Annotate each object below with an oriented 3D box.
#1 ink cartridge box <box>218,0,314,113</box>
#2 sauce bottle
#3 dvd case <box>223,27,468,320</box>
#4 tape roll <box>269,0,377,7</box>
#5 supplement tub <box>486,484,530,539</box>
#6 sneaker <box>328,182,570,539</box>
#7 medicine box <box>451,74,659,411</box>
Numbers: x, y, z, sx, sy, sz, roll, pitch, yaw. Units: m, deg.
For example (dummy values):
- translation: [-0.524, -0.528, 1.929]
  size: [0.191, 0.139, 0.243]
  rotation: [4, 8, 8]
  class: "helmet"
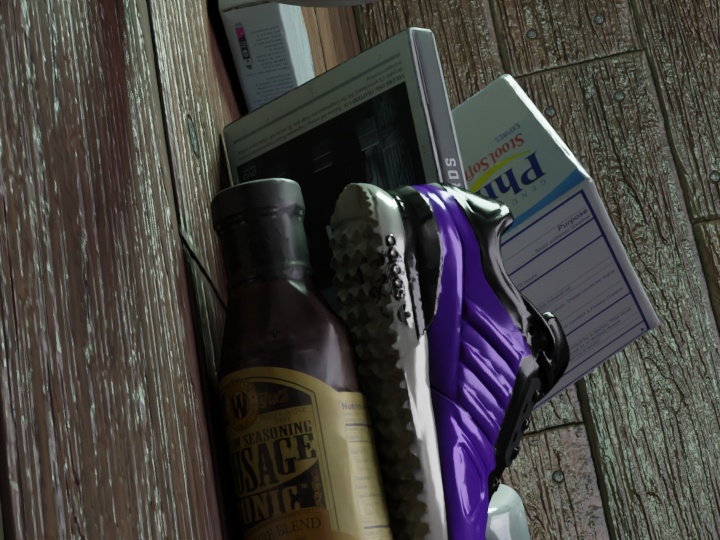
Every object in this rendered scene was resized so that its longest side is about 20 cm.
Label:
- translation: [-0.060, -0.158, 1.051]
  size: [0.201, 0.043, 0.198]
  rotation: [79, 2, -47]
  class: "ink cartridge box"
- translation: [-0.028, 0.063, 0.672]
  size: [0.066, 0.065, 0.202]
  rotation: [63, 14, -76]
  class: "sauce bottle"
- translation: [0.000, 0.000, 0.807]
  size: [0.025, 0.149, 0.203]
  rotation: [-1, 76, -44]
  class: "dvd case"
- translation: [-0.017, -0.212, 0.661]
  size: [0.037, 0.200, 0.205]
  rotation: [-31, 109, -86]
  class: "tape roll"
- translation: [0.076, 0.265, 1.154]
  size: [0.123, 0.121, 0.203]
  rotation: [-59, 138, -84]
  class: "supplement tub"
- translation: [0.050, 0.058, 0.701]
  size: [0.069, 0.098, 0.203]
  rotation: [170, -86, -66]
  class: "sneaker"
- translation: [0.071, 0.009, 1.013]
  size: [0.103, 0.181, 0.200]
  rotation: [58, 4, 36]
  class: "medicine box"
